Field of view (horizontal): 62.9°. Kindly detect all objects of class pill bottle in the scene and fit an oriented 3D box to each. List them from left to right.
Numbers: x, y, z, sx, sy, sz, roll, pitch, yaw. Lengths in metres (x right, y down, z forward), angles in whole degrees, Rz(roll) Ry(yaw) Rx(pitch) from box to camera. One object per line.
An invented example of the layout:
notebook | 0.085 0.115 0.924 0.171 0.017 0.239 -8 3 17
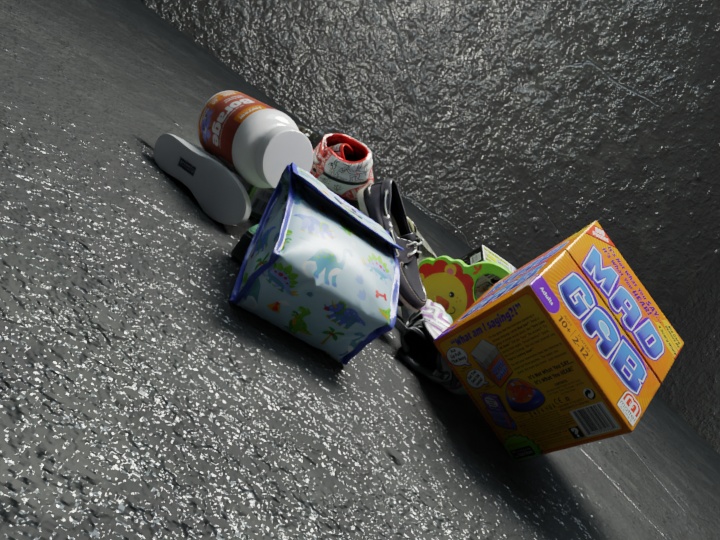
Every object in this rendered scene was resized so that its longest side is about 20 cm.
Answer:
pill bottle | -0.156 -0.192 0.875 0.111 0.114 0.199 22 9 -45

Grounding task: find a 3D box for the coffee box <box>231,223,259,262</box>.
coffee box | -0.100 -0.021 0.850 0.122 0.044 0.200 39 13 -4

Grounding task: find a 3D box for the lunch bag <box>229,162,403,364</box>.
lunch bag | -0.041 -0.022 0.710 0.168 0.127 0.203 33 39 -22

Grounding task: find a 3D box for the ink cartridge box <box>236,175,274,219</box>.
ink cartridge box | -0.193 -0.160 1.046 0.103 0.060 0.200 23 19 -43

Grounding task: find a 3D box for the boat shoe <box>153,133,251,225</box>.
boat shoe | -0.223 -0.134 0.871 0.198 0.073 0.065 34 16 23

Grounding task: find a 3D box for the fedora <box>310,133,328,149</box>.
fedora | -0.048 -0.182 1.101 0.201 0.091 0.201 46 8 -8

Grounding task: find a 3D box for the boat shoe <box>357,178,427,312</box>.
boat shoe | 0.060 -0.039 0.874 0.072 0.062 0.204 -19 85 -65

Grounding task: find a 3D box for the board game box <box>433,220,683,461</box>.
board game box | 0.263 0.097 0.797 0.198 0.200 0.202 -33 85 -38

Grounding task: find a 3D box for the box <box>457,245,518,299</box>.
box | 0.187 0.036 1.098 0.109 0.199 0.035 28 45 -31

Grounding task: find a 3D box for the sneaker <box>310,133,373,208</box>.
sneaker | -0.072 -0.172 0.919 0.197 0.109 0.068 17 54 10

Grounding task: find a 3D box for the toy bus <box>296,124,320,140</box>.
toy bus | -0.163 -0.276 1.399 0.190 0.138 0.198 30 9 36

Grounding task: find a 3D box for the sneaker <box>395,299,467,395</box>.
sneaker | 0.089 0.092 0.891 0.138 0.078 0.201 27 16 -40

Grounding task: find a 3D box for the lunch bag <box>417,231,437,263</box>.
lunch bag | 0.050 -0.074 1.217 0.200 0.117 0.165 46 4 -38

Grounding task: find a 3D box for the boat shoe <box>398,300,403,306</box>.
boat shoe | 0.000 0.000 0.988 0.196 0.071 0.071 26 29 -2

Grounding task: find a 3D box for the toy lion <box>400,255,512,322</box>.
toy lion | 0.173 0.054 1.004 0.194 0.198 0.068 57 19 7

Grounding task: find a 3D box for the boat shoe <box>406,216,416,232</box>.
boat shoe | 0.067 -0.063 1.004 0.070 0.067 0.203 20 29 -16
